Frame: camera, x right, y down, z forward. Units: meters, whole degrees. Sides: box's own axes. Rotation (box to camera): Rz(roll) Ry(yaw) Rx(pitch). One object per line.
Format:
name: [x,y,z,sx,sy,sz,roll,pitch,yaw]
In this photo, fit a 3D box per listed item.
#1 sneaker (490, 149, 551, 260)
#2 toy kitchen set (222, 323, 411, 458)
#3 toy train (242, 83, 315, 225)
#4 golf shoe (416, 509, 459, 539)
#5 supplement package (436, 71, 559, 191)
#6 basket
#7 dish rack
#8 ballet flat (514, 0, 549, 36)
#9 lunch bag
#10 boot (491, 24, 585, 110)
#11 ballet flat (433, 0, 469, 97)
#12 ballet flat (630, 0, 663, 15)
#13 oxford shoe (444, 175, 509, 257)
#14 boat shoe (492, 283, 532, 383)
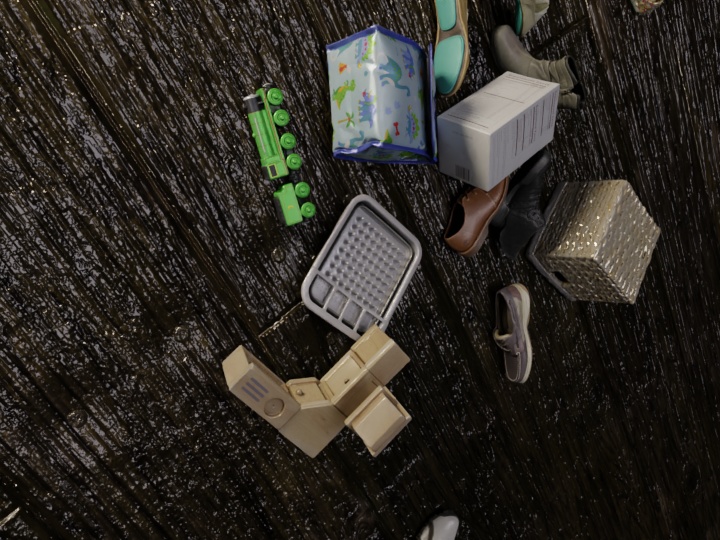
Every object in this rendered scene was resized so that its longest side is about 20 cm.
sneaker: [0.315,-0.121,0.963,0.104,0.060,0.200,32,117,-9]
toy kitchen set: [-0.045,0.145,0.696,0.200,0.163,0.181,-44,117,-5]
toy train: [-0.116,-0.159,0.725,0.056,0.042,0.202,-21,106,-19]
golf shoe: [0.131,0.535,0.922,0.200,0.094,0.078,-44,115,-24]
supplement package: [0.241,-0.247,0.891,0.200,0.113,0.110,-37,139,-25]
basket: [0.491,-0.060,1.067,0.198,0.160,0.201,37,73,-29]
dish rack: [0.000,0.000,0.814,0.171,0.043,0.201,37,74,-30]
ballet flat: [0.303,-0.480,0.897,0.200,0.069,0.070,10,88,-71]
lunch bag: [0.055,-0.255,0.786,0.199,0.127,0.172,-6,96,-49]
boot: [0.339,-0.382,0.950,0.068,0.130,0.200,-50,118,-20]
ballet flat: [0.165,-0.400,0.875,0.063,0.068,0.202,-9,101,-47]
ballet flat: [0.632,-0.674,1.160,0.199,0.064,0.076,34,77,-31]
oxford shoe: [0.212,-0.128,0.929,0.071,0.071,0.201,29,80,-27]
boat shoe: [0.296,0.127,1.011,0.064,0.072,0.202,-6,101,-21]
